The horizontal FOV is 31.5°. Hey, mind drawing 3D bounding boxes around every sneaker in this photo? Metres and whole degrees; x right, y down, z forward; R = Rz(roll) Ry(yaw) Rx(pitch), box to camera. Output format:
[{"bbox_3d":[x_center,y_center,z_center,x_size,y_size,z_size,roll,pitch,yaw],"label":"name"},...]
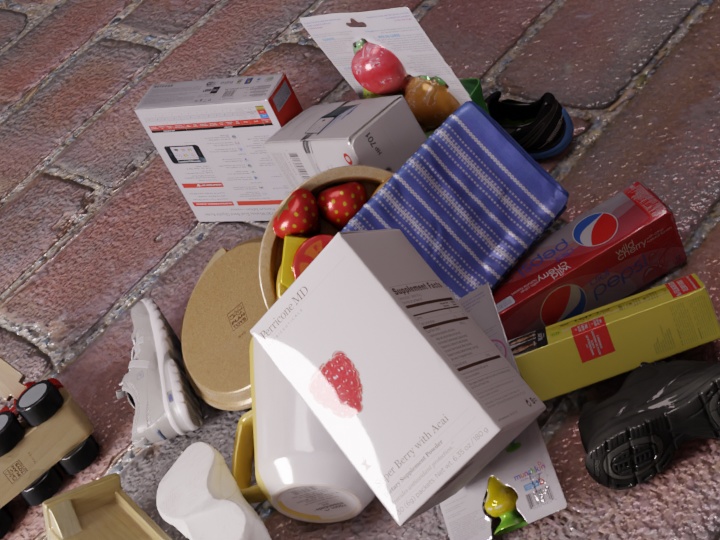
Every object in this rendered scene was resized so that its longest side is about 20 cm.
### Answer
[{"bbox_3d":[-0.230,0.104,1.368,0.081,0.075,0.201,-26,38,0],"label":"sneaker"},{"bbox_3d":[0.139,-0.160,1.438,0.197,0.083,0.071,-10,41,25],"label":"sneaker"},{"bbox_3d":[0.271,0.104,1.072,0.197,0.077,0.091,-22,31,4],"label":"sneaker"},{"bbox_3d":[-0.123,0.230,1.156,0.075,0.089,0.200,-45,29,-3],"label":"sneaker"}]

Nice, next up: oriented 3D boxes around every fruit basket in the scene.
[{"bbox_3d":[0.048,-0.201,1.344,0.184,0.201,0.094,8,51,52],"label":"fruit basket"}]

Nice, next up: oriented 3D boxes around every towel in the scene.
[{"bbox_3d":[0.092,-0.050,1.199,0.200,0.145,0.024,-46,1,-21],"label":"towel"}]

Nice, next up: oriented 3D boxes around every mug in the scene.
[{"bbox_3d":[-0.038,0.151,1.175,0.147,0.188,0.155,8,55,-7],"label":"mug"}]

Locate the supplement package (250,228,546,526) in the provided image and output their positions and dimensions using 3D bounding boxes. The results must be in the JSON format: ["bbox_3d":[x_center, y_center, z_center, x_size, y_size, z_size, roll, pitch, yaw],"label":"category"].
[{"bbox_3d":[0.030,0.080,1.035,0.121,0.119,0.201,-46,73,21],"label":"supplement package"}]

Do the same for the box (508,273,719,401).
[{"bbox_3d":[0.218,0.064,1.144,0.197,0.051,0.075,-20,7,11],"label":"box"}]

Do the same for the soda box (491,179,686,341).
[{"bbox_3d":[0.209,0.001,1.223,0.198,0.070,0.064,-31,37,-2],"label":"soda box"}]

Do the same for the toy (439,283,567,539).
[{"bbox_3d":[0.105,0.129,1.106,0.114,0.047,0.203,-29,63,27],"label":"toy"}]

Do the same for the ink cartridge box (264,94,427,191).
[{"bbox_3d":[0.002,-0.099,1.357,0.086,0.148,0.199,-40,21,-23],"label":"ink cartridge box"}]

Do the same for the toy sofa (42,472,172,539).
[{"bbox_3d":[-0.211,0.280,1.169,0.082,0.099,0.199,-19,30,-32],"label":"toy sofa"}]

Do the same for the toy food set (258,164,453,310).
[{"bbox_3d":[0.000,0.000,1.230,0.196,0.202,0.049,5,5,-13],"label":"toy food set"}]

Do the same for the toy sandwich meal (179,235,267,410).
[{"bbox_3d":[-0.110,0.058,1.331,0.203,0.070,0.208,-16,61,32],"label":"toy sandwich meal"}]

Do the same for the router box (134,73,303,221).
[{"bbox_3d":[-0.144,-0.140,1.510,0.197,0.181,0.049,1,45,31],"label":"router box"}]

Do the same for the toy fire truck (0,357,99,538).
[{"bbox_3d":[-0.400,0.169,1.377,0.175,0.130,0.199,-40,28,-14],"label":"toy fire truck"}]
